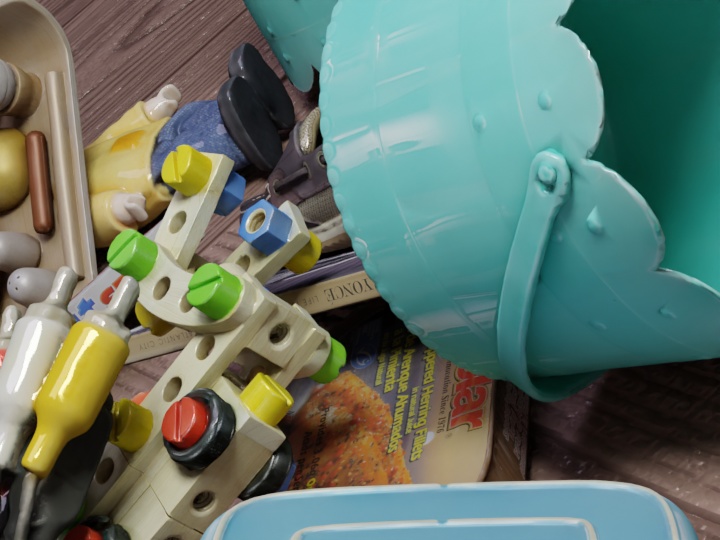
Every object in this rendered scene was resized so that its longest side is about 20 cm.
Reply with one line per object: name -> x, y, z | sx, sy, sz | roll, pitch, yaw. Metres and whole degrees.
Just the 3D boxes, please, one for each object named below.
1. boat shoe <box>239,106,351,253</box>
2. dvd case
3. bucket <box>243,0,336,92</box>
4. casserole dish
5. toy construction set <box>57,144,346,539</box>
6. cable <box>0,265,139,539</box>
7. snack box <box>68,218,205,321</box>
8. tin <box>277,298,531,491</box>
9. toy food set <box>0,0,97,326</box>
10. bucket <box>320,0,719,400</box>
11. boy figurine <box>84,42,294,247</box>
boat shoe -> -0.004, -0.046, 0.981 | 0.072, 0.065, 0.200 | -21, 5, -24
dvd case -> 0.000, 0.000, 0.940 | 0.199, 0.016, 0.148 | -16, 5, 36
bucket -> 0.005, -0.214, 1.199 | 0.206, 0.135, 0.207 | -33, 16, 10
casserole dish -> 0.026, 0.104, 0.673 | 0.198, 0.039, 0.121 | -3, 21, 4
toy construction set -> -0.081, 0.062, 0.840 | 0.201, 0.092, 0.131 | -62, 37, 17
cable -> -0.134, 0.093, 0.760 | 0.097, 0.050, 0.201 | -15, 45, 42
snack box -> -0.162, 0.045, 1.083 | 0.200, 0.024, 0.072 | -44, 6, -27
tin -> 0.014, 0.073, 0.843 | 0.111, 0.042, 0.201 | -28, 25, 24
toy food set -> -0.224, -0.039, 1.197 | 0.143, 0.060, 0.202 | -18, 71, 32
bucket -> 0.093, -0.056, 0.774 | 0.134, 0.208, 0.208 | -15, 31, 43
boy figurine -> -0.133, -0.062, 1.228 | 0.199, 0.065, 0.125 | -19, 33, 27
